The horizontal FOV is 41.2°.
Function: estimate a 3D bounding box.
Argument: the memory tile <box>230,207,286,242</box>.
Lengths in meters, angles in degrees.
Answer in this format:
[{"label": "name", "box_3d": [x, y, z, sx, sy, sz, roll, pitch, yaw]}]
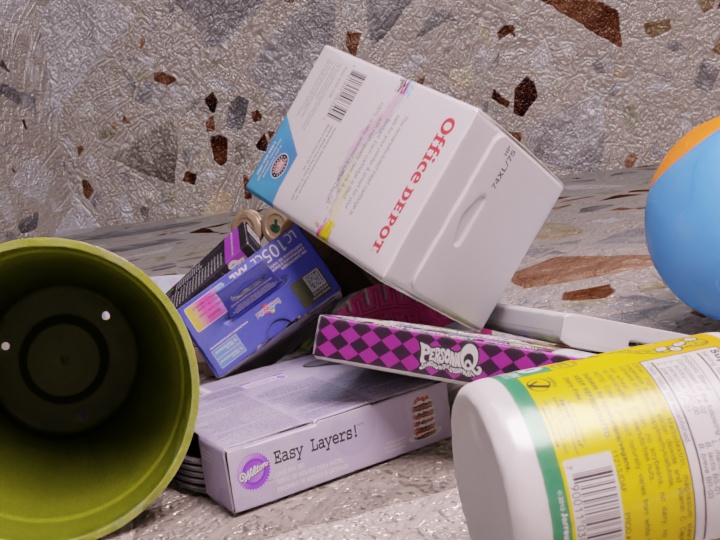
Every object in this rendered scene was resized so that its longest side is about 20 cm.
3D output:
[{"label": "memory tile", "box_3d": [-0.079, -0.010, 1.237, 0.197, 0.156, 0.017, -6, 3, 28]}]

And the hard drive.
[{"label": "hard drive", "box_3d": [0.190, 0.053, 0.807, 0.129, 0.027, 0.200, 11, -2, -11]}]

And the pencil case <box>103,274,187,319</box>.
[{"label": "pencil case", "box_3d": [-0.233, 0.052, 1.224, 0.197, 0.083, 0.092, -2, 52, 29]}]

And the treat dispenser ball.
[{"label": "treat dispenser ball", "box_3d": [0.369, -0.048, 0.901, 0.197, 0.205, 0.201, -8, 9, 1]}]

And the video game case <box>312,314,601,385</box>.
[{"label": "video game case", "box_3d": [0.086, 0.066, 0.730, 0.196, 0.037, 0.181, 8, -2, 20]}]

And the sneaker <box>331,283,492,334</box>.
[{"label": "sneaker", "box_3d": [0.039, 0.058, 0.929, 0.198, 0.083, 0.087, 7, -11, -44]}]

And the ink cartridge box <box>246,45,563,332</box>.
[{"label": "ink cartridge box", "box_3d": [0.035, -0.071, 0.815, 0.145, 0.148, 0.199, 28, 4, -46]}]

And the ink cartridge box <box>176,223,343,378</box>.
[{"label": "ink cartridge box", "box_3d": [-0.086, 0.035, 0.889, 0.136, 0.077, 0.200, -36, -6, -4]}]

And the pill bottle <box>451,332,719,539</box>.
[{"label": "pill bottle", "box_3d": [0.154, 0.094, 0.491, 0.196, 0.115, 0.113, -10, 9, -9]}]

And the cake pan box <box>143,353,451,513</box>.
[{"label": "cake pan box", "box_3d": [-0.057, 0.117, 0.754, 0.197, 0.053, 0.183, -13, 8, -31]}]

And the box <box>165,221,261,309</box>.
[{"label": "box", "box_3d": [-0.192, 0.034, 1.090, 0.199, 0.036, 0.143, -42, 15, 2]}]

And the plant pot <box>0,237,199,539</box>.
[{"label": "plant pot", "box_3d": [-0.226, 0.076, 0.713, 0.197, 0.204, 0.193, -10, 5, -14]}]

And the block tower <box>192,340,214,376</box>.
[{"label": "block tower", "box_3d": [-0.106, 0.068, 1.089, 0.057, 0.055, 0.199, -2, 11, 32]}]

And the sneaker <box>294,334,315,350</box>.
[{"label": "sneaker", "box_3d": [-0.037, 0.012, 1.089, 0.080, 0.203, 0.074, 20, -40, -23]}]

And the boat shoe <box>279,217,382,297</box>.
[{"label": "boat shoe", "box_3d": [0.000, 0.000, 1.031, 0.072, 0.199, 0.065, -48, 12, 29]}]

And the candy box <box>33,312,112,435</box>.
[{"label": "candy box", "box_3d": [-0.268, 0.088, 0.910, 0.055, 0.119, 0.200, -12, 10, -16]}]
